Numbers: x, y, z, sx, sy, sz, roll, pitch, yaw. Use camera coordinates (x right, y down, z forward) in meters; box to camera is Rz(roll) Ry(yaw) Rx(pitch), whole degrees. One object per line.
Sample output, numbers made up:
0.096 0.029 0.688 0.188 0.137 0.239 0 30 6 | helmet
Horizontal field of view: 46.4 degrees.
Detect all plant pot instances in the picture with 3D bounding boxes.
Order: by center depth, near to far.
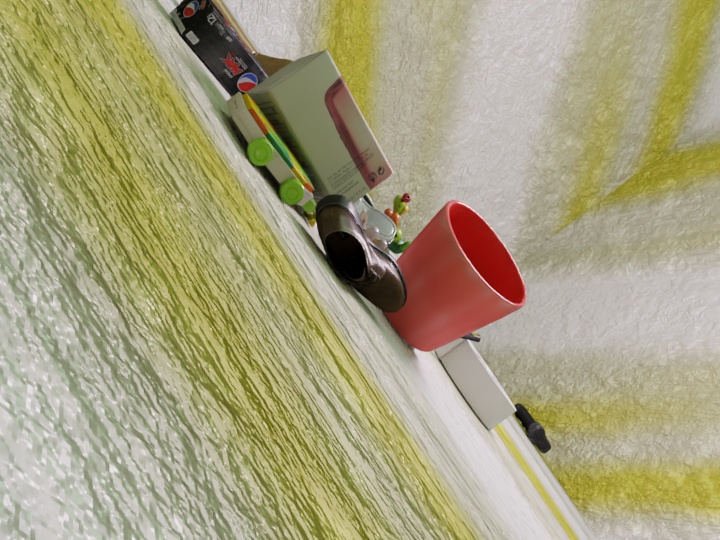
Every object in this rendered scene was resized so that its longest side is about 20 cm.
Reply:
0.136 0.022 1.324 0.199 0.177 0.202 39 28 -25 | plant pot

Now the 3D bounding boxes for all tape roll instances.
0.239 0.226 1.745 0.204 0.070 0.203 54 6 -8 | tape roll

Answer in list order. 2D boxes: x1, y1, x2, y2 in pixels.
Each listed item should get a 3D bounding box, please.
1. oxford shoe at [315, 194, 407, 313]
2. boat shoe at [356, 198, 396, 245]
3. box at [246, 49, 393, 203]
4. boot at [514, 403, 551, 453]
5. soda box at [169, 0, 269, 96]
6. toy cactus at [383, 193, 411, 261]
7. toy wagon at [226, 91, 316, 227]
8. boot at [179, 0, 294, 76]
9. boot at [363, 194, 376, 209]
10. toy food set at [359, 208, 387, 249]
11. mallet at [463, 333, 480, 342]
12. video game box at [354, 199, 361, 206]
0.000 0.000 1.115 0.200 0.072 0.085 49 24 -34 | oxford shoe
-0.016 -0.116 1.670 0.200 0.075 0.061 47 -34 13 | boat shoe
-0.061 -0.197 1.212 0.202 0.108 0.127 60 -17 -19 | box
0.632 0.566 3.150 0.166 0.065 0.201 61 4 -35 | boot
-0.203 -0.328 1.285 0.071 0.063 0.200 57 5 39 | soda box
0.072 -0.059 1.770 0.164 0.100 0.205 7 -72 59 | toy cactus
-0.108 -0.144 1.119 0.201 0.039 0.156 51 7 -32 | toy wagon
-0.210 -0.398 1.448 0.173 0.066 0.201 1 -45 50 | boot
-0.036 -0.170 1.777 0.201 0.072 0.144 50 5 -14 | boot
0.061 -0.016 1.516 0.202 0.060 0.144 55 -2 4 | toy food set
0.165 0.111 1.640 0.198 0.041 0.066 11 34 -50 | mallet
-0.071 -0.210 1.374 0.182 0.046 0.202 42 28 -26 | video game box
